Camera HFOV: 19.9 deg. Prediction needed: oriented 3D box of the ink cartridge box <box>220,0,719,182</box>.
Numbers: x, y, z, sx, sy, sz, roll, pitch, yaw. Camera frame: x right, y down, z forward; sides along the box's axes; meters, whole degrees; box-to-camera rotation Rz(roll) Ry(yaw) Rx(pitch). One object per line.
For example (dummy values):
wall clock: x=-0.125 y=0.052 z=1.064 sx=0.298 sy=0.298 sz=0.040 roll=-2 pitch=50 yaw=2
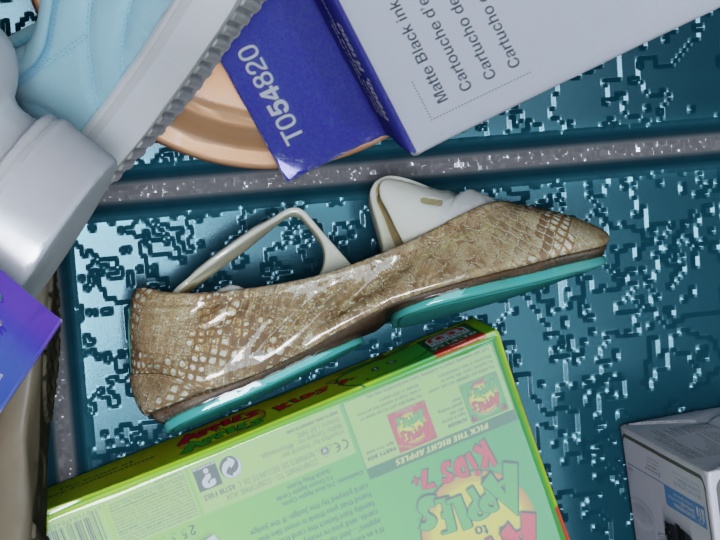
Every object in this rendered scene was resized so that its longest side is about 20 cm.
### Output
ink cartridge box: x=0.015 y=-0.147 z=0.729 sx=0.199 sy=0.041 sz=0.201 roll=-25 pitch=112 yaw=11

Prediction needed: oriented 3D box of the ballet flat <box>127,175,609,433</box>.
ballet flat: x=0.000 y=0.000 z=0.802 sx=0.198 sy=0.071 sz=0.066 roll=-20 pitch=84 yaw=-11

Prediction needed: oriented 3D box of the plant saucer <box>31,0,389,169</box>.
plant saucer: x=-0.035 y=-0.140 z=0.799 sx=0.198 sy=0.032 sz=0.203 roll=-1 pitch=94 yaw=-10

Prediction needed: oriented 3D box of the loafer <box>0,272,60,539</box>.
loafer: x=-0.146 y=0.050 z=0.750 sx=0.067 sy=0.076 sz=0.202 roll=2 pitch=67 yaw=-6

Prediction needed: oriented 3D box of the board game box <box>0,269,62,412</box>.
board game box: x=-0.203 y=0.032 z=0.661 sx=0.134 sy=0.045 sz=0.200 roll=41 pitch=132 yaw=-11

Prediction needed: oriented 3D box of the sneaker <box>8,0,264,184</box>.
sneaker: x=-0.073 y=-0.110 z=0.708 sx=0.082 sy=0.074 sz=0.200 roll=41 pitch=129 yaw=-3

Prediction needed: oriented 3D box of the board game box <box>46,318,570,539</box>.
board game box: x=-0.024 y=0.104 z=0.814 sx=0.198 sy=0.048 sz=0.103 roll=-21 pitch=99 yaw=-7

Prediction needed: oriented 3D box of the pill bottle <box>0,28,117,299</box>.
pill bottle: x=-0.186 y=-0.059 z=0.687 sx=0.199 sy=0.111 sz=0.111 roll=34 pitch=89 yaw=-3

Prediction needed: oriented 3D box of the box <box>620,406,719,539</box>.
box: x=0.160 y=0.163 z=0.818 sx=0.059 sy=0.117 sz=0.202 roll=-10 pitch=97 yaw=-9
